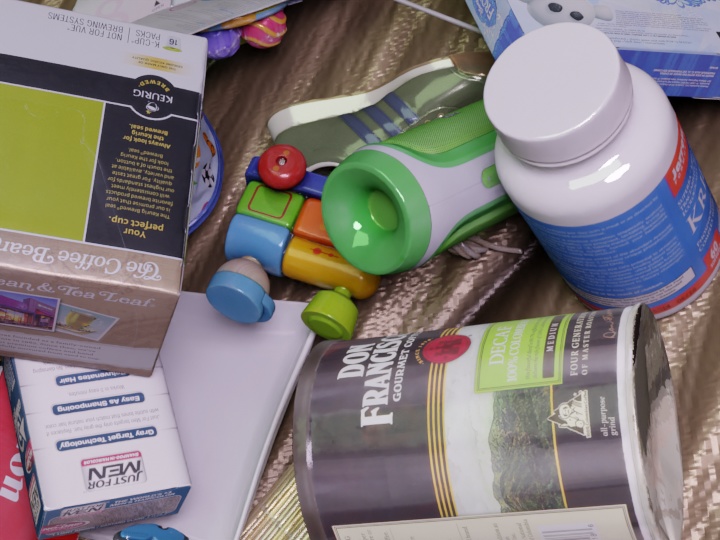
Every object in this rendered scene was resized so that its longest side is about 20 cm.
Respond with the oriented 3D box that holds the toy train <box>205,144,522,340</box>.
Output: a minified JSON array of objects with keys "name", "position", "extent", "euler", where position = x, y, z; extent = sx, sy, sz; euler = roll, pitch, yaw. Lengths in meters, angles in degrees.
[{"name":"toy train","position":[0.000,0.000,1.008],"extent":[0.200,0.085,0.116],"euler":[18,62,11]}]

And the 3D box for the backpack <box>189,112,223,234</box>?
[{"name":"backpack","position":[-0.203,-0.077,1.136],"extent":[0.190,0.154,0.200],"euler":[-24,60,9]}]

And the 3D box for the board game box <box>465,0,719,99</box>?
[{"name":"board game box","position":[0.163,-0.195,0.994],"extent":[0.200,0.043,0.199],"euler":[0,46,-21]}]

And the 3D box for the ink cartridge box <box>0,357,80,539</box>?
[{"name":"ink cartridge box","position":[-0.263,0.124,1.063],"extent":[0.175,0.084,0.200],"euler":[-11,55,43]}]

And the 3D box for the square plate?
[{"name":"square plate","position":[-0.133,0.109,1.058],"extent":[0.198,0.028,0.200],"euler":[4,64,36]}]

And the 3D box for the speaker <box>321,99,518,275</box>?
[{"name":"speaker","position":[0.066,-0.064,0.960],"extent":[0.088,0.089,0.200],"euler":[19,31,36]}]

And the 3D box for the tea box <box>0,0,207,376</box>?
[{"name":"tea box","position":[-0.213,-0.056,0.944],"extent":[0.200,0.134,0.197],"euler":[10,60,-12]}]

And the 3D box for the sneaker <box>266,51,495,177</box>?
[{"name":"sneaker","position":[0.023,-0.091,1.082],"extent":[0.200,0.067,0.090],"euler":[-13,64,22]}]

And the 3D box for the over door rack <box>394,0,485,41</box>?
[{"name":"over door rack","position":[0.105,-0.209,1.058],"extent":[0.148,0.067,0.200],"euler":[-16,41,-31]}]

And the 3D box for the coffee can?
[{"name":"coffee can","position":[0.079,0.103,0.868],"extent":[0.200,0.146,0.147],"euler":[-8,58,20]}]

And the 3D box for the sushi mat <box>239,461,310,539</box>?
[{"name":"sushi mat","position":[-0.017,0.152,0.984],"extent":[0.096,0.012,0.200],"euler":[35,82,38]}]

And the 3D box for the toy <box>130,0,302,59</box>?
[{"name":"toy","position":[-0.084,-0.205,1.177],"extent":[0.200,0.047,0.115],"euler":[-28,24,-22]}]

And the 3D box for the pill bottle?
[{"name":"pill bottle","position":[0.149,-0.059,0.901],"extent":[0.112,0.200,0.112],"euler":[-13,56,21]}]

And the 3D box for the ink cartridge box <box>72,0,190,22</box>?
[{"name":"ink cartridge box","position":[-0.185,-0.278,1.318],"extent":[0.162,0.057,0.200],"euler":[-27,57,12]}]

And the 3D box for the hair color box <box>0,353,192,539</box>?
[{"name":"hair color box","position":[-0.189,0.073,0.996],"extent":[0.100,0.061,0.200],"euler":[-7,63,-22]}]

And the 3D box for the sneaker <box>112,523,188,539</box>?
[{"name":"sneaker","position":[-0.089,0.245,0.931],"extent":[0.200,0.073,0.082],"euler":[35,116,32]}]
